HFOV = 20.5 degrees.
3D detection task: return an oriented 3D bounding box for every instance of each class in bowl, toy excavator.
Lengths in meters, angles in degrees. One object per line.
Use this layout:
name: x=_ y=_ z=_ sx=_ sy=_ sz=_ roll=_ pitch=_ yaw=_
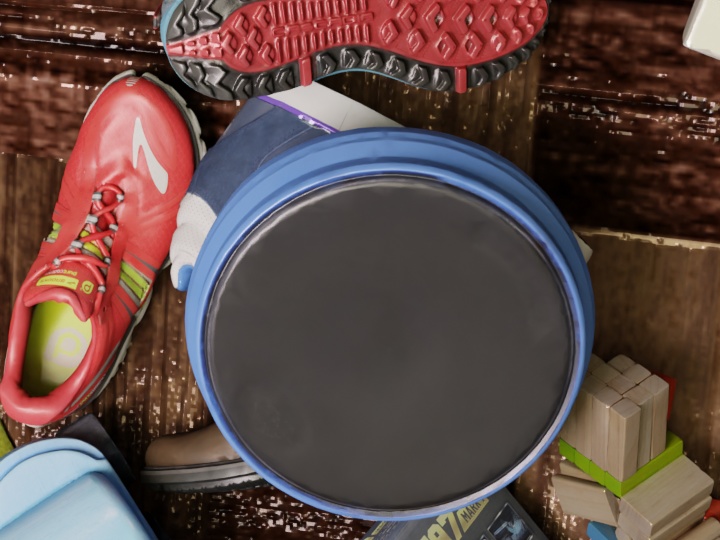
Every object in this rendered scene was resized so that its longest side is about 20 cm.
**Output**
bowl: x=0.014 y=0.031 z=0.957 sx=0.200 sy=0.039 sz=0.202 roll=0 pitch=114 yaw=0
toy excavator: x=-0.124 y=0.177 z=1.009 sx=0.100 sy=0.200 sz=0.195 roll=-32 pitch=96 yaw=-11

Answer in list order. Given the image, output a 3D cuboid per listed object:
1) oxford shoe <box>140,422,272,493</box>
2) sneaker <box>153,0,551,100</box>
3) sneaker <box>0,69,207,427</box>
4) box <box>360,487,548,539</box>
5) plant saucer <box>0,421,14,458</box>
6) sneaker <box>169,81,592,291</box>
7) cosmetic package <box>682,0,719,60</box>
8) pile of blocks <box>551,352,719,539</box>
oxford shoe: x=-0.030 y=0.067 z=1.057 sx=0.199 sy=0.073 sz=0.085 roll=-20 pitch=81 yaw=13
sneaker: x=-0.005 y=-0.138 z=0.990 sx=0.199 sy=0.096 sz=0.080 roll=-3 pitch=115 yaw=-15
sneaker: x=-0.137 y=-0.005 z=1.043 sx=0.077 sy=0.085 sz=0.201 roll=21 pitch=106 yaw=5
box: x=0.047 y=0.205 z=0.998 sx=0.158 sy=0.200 sz=0.051 roll=51 pitch=131 yaw=-5
plant saucer: x=-0.283 y=0.152 z=1.127 sx=0.199 sy=0.048 sz=0.201 roll=-23 pitch=98 yaw=15
sneaker: x=0.000 y=0.000 z=1.007 sx=0.199 sy=0.081 sz=0.147 roll=29 pitch=91 yaw=12
cosmetic package: x=0.234 y=-0.185 z=0.938 sx=0.105 sy=0.071 sz=0.201 roll=22 pitch=106 yaw=4
pile of blocks: x=0.155 y=0.125 z=1.041 sx=0.062 sy=0.082 sz=0.201 roll=-29 pitch=111 yaw=-27
